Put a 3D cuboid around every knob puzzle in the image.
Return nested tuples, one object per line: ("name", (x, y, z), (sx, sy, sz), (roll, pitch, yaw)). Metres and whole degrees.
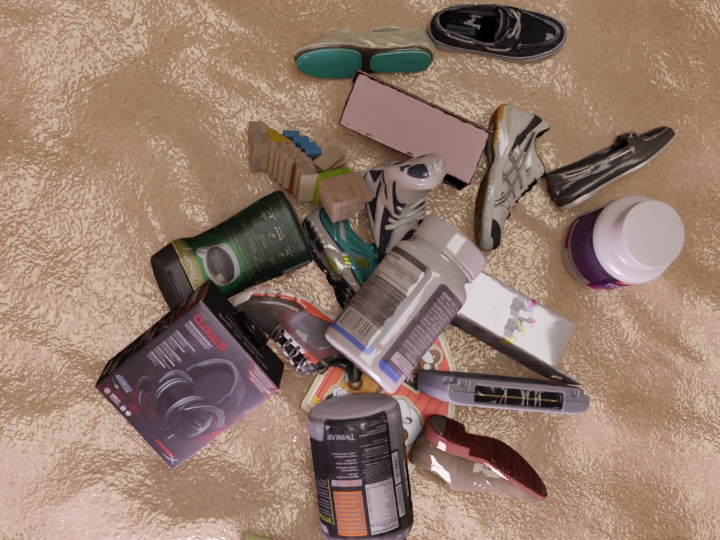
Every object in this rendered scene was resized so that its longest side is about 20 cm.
("knob puzzle", (0.045, 0.142, 1.454), (0.215, 0.030, 0.224), (1, 85, -7))

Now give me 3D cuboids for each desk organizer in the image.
("desk organizer", (0.068, -0.186, 1.465), (0.197, 0.072, 0.078), (24, 85, -5))

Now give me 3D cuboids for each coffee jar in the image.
("coffee jar", (-0.167, -0.016, 1.411), (0.197, 0.085, 0.106), (-26, 97, -9))

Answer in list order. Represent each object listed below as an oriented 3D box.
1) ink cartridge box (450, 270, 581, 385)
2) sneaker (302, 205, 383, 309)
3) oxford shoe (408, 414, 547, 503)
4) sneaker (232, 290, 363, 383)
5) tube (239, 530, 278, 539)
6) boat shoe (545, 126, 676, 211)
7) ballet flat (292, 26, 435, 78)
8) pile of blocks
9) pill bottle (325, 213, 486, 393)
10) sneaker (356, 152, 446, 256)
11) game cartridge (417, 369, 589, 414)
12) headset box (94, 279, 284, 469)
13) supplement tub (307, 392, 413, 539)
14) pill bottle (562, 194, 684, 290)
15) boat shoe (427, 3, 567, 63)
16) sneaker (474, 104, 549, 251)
("ink cartridge box", (0.204, 0.073, 1.439), (0.198, 0.115, 0.069), (30, 82, -5))
("sneaker", (0.000, 0.000, 1.436), (0.079, 0.078, 0.202), (-27, 83, -20))
("oxford shoe", (0.155, 0.263, 1.452), (0.198, 0.071, 0.075), (30, 113, -10))
("sneaker", (-0.073, 0.087, 1.386), (0.197, 0.077, 0.083), (20, 67, -13))
("tube", (-0.065, 0.391, 1.413), (0.197, 0.052, 0.059), (19, 122, -10))
("boat shoe", (0.342, -0.154, 1.500), (0.198, 0.067, 0.058), (-33, 100, -6))
("ballet flat", (0.003, -0.298, 1.479), (0.196, 0.068, 0.063), (-2, 57, -11))
("pile of blocks", (-0.070, -0.126, 1.442), (0.199, 0.063, 0.082), (37, 50, 20))
("pill bottle", (0.058, 0.038, 1.337), (0.113, 0.114, 0.201), (40, 84, -3))
("sneaker", (0.062, -0.074, 1.398), (0.078, 0.198, 0.132), (-20, 99, -28))
("game cartridge", (0.179, 0.156, 1.416), (0.196, 0.133, 0.041), (7, 92, -16))
("headset box", (-0.201, 0.123, 1.351), (0.199, 0.077, 0.149), (-36, 106, 14))
("supplement tub", (0.003, 0.266, 1.382), (0.120, 0.122, 0.204), (-8, 98, -8))
("pill bottle", (0.342, -0.036, 1.423), (0.109, 0.200, 0.114), (1, 85, -7))
("boat shoe", (0.192, -0.330, 1.494), (0.196, 0.068, 0.073), (5, 85, -7))
("sneaker", (0.207, -0.121, 1.475), (0.086, 0.076, 0.204), (13, 84, -6))
